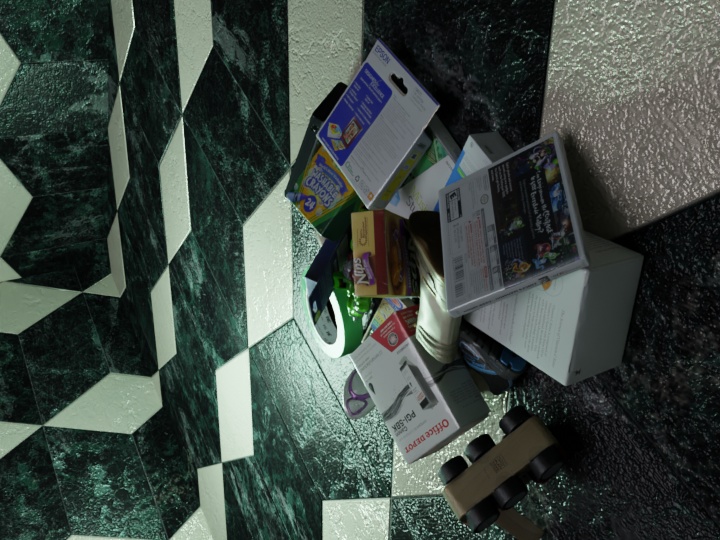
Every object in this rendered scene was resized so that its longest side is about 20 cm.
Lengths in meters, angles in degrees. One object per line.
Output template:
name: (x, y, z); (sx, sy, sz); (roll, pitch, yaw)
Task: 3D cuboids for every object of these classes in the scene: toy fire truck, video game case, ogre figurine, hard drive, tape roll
toy fire truck: (0.230, 0.318, 1.012); (0.129, 0.175, 0.200); (52, -177, 34)
video game case: (0.181, -0.058, 0.858); (0.179, 0.023, 0.203); (-25, 46, 30)
ogre figurine: (0.000, 0.000, 1.257); (0.121, 0.096, 0.203); (110, 144, -58)
hard drive: (-0.083, -0.243, 1.318); (0.032, 0.141, 0.201); (28, 135, 0)
tape roll: (-0.063, 0.083, 1.467); (0.200, 0.047, 0.204); (42, 140, 48)

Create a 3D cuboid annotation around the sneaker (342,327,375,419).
sneaker: (0.025, 0.194, 1.277); (0.073, 0.202, 0.101); (16, 144, 14)

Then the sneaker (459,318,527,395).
sneaker: (0.166, 0.105, 1.069); (0.201, 0.072, 0.083); (51, 142, 29)

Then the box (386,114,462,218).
box: (0.101, -0.144, 1.138); (0.146, 0.036, 0.202); (60, 144, 28)

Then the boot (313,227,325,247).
boot: (-0.047, -0.135, 1.339); (0.146, 0.069, 0.205); (147, 118, -71)

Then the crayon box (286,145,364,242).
crayon box: (-0.032, -0.171, 1.230); (0.201, 0.051, 0.126); (-52, 55, 11)

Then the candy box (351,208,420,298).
candy box: (0.046, -0.019, 1.030); (0.055, 0.199, 0.120); (-4, 86, 18)

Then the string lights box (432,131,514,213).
string lights box: (0.168, -0.091, 1.021); (0.104, 0.058, 0.202); (59, 145, 30)

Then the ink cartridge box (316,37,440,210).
ink cartridge box: (0.032, -0.237, 1.127); (0.201, 0.046, 0.199); (-51, 52, 23)

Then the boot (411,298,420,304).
boot: (0.110, 0.134, 1.203); (0.198, 0.068, 0.178); (-10, 92, 49)

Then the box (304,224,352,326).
box: (-0.057, -0.008, 1.287); (0.032, 0.202, 0.122); (21, 154, 13)

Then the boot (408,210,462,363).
boot: (0.108, 0.018, 1.005); (0.201, 0.070, 0.157); (-106, 15, -55)

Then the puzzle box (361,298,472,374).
puzzle box: (0.090, 0.140, 1.157); (0.200, 0.025, 0.135); (47, 129, 29)

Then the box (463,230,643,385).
box: (0.240, 0.025, 0.895); (0.199, 0.104, 0.156); (35, 129, 50)

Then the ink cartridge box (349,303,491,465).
ink cartridge box: (0.089, 0.178, 1.087); (0.147, 0.082, 0.202); (-47, 65, 41)
